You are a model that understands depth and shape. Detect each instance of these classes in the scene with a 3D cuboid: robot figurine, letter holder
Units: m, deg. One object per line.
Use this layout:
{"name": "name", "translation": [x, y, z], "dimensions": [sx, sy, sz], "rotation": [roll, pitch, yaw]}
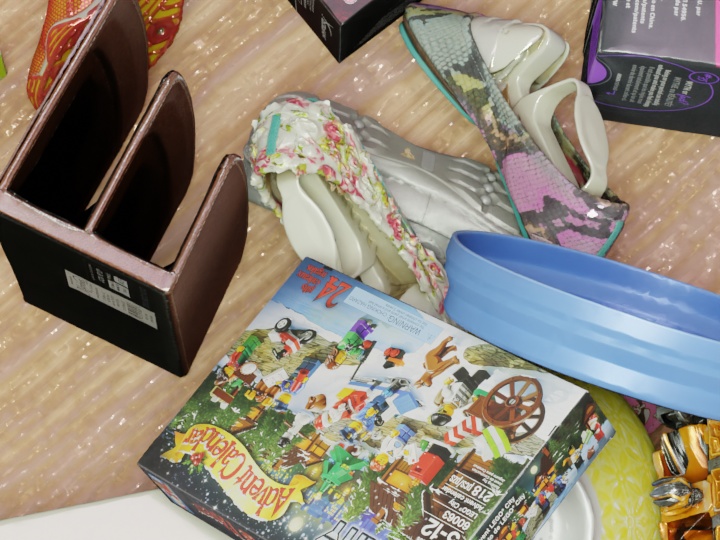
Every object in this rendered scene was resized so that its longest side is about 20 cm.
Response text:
{"name": "robot figurine", "translation": [0.217, 0.130, 1.442], "dimensions": [0.058, 0.200, 0.145], "rotation": [-20, 61, 36]}
{"name": "letter holder", "translation": [-0.107, -0.047, 1.470], "dimensions": [0.101, 0.200, 0.142], "rotation": [26, 77, 5]}

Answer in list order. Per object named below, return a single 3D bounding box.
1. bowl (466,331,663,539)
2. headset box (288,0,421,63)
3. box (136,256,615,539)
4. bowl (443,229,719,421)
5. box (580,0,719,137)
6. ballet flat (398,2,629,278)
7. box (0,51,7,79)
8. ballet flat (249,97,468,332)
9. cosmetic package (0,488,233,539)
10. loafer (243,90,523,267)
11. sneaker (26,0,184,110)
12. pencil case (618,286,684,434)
{"name": "bowl", "translation": [0.065, 0.125, 1.402], "dimensions": [0.200, 0.108, 0.200], "rotation": [1, 84, -7]}
{"name": "headset box", "translation": [-0.016, -0.242, 1.582], "dimensions": [0.149, 0.077, 0.200], "rotation": [-37, 81, -9]}
{"name": "box", "translation": [0.004, 0.084, 1.354], "dimensions": [0.200, 0.038, 0.137], "rotation": [25, 69, 43]}
{"name": "bowl", "translation": [0.133, 0.029, 1.376], "dimensions": [0.200, 0.201, 0.039], "rotation": [17, 97, 3]}
{"name": "box", "translation": [0.224, -0.133, 1.536], "dimensions": [0.200, 0.122, 0.106], "rotation": [9, 76, 1]}
{"name": "ballet flat", "translation": [0.090, -0.085, 1.525], "dimensions": [0.071, 0.069, 0.200], "rotation": [-46, 53, 25]}
{"name": "box", "translation": [-0.303, -0.150, 1.569], "dimensions": [0.122, 0.048, 0.200], "rotation": [-39, 80, -10]}
{"name": "ballet flat", "translation": [0.000, 0.000, 1.489], "dimensions": [0.076, 0.064, 0.200], "rotation": [-22, 116, 32]}
{"name": "cosmetic package", "translation": [-0.139, 0.160, 1.471], "dimensions": [0.200, 0.104, 0.073], "rotation": [-10, 78, -2]}
{"name": "loafer", "translation": [0.030, -0.029, 1.544], "dimensions": [0.200, 0.070, 0.070], "rotation": [25, 116, -2]}
{"name": "sneaker", "translation": [-0.131, -0.174, 1.548], "dimensions": [0.077, 0.073, 0.200], "rotation": [44, 115, 44]}
{"name": "pencil case", "translation": [0.094, 0.087, 1.504], "dimensions": [0.200, 0.083, 0.087], "rotation": [-41, 52, -9]}
